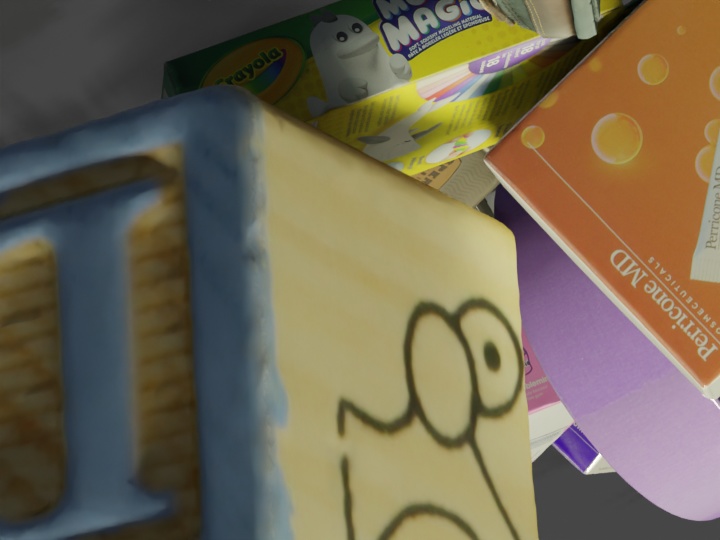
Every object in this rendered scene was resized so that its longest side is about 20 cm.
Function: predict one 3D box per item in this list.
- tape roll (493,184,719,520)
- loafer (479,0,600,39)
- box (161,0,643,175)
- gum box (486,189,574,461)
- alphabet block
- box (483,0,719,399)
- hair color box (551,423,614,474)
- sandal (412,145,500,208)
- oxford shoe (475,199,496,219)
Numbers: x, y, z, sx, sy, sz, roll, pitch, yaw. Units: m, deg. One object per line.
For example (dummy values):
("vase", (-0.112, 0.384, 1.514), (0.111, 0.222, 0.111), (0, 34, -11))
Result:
("tape roll", (0.149, 0.015, 1.324), (0.066, 0.201, 0.200), (-30, 165, 27))
("loafer", (0.041, -0.129, 0.902), (0.063, 0.072, 0.200), (-5, 162, 8))
("box", (0.020, -0.076, 1.089), (0.200, 0.048, 0.117), (-19, 165, -12))
("gum box", (0.058, 0.046, 1.476), (0.066, 0.114, 0.200), (-20, 166, -20))
("alphabet block", (-0.064, 0.065, 1.026), (0.196, 0.196, 0.200), (-12, 160, 29))
("box", (0.163, -0.063, 1.075), (0.200, 0.124, 0.097), (-44, 170, 3))
("hair color box", (0.183, 0.019, 1.547), (0.200, 0.065, 0.109), (-51, 160, 15))
("sandal", (0.000, 0.000, 1.240), (0.082, 0.055, 0.200), (23, 134, -30))
("oxford shoe", (0.025, 0.043, 1.331), (0.084, 0.073, 0.200), (-40, 144, -46))
